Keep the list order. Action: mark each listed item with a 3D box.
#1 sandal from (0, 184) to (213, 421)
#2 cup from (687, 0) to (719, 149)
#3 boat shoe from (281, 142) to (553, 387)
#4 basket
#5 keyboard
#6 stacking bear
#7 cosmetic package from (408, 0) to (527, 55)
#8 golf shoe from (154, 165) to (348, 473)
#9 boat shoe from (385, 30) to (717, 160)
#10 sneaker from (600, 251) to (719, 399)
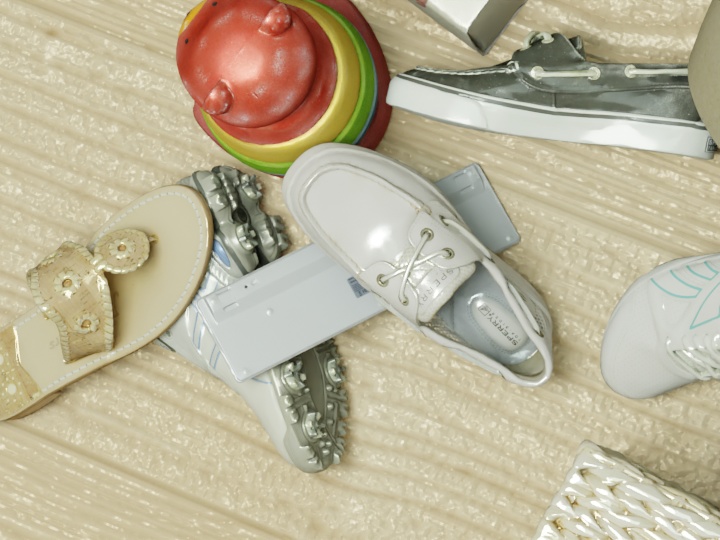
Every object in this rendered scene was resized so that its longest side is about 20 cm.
[{"bbox_3d":[-0.178,0.027,1.640,0.212,0.070,0.078,-39,74,26],"label":"sandal"},{"bbox_3d":[0.271,-0.122,1.548,0.143,0.200,0.201,-35,80,33],"label":"cup"},{"bbox_3d":[0.041,-0.001,1.585,0.200,0.069,0.071,35,103,-22],"label":"boat shoe"},{"bbox_3d":[0.178,0.211,1.528,0.200,0.198,0.161,29,90,12],"label":"basket"},{"bbox_3d":[0.000,0.000,1.627,0.200,0.011,0.056,-27,87,-18],"label":"keyboard"},{"bbox_3d":[-0.051,-0.114,1.589,0.114,0.200,0.121,44,95,10],"label":"stacking bear"},{"bbox_3d":[0.021,-0.232,1.640,0.200,0.087,0.103,36,93,11],"label":"cosmetic package"},{"bbox_3d":[-0.076,0.040,1.662,0.097,0.078,0.200,-29,76,25],"label":"golf shoe"},{"bbox_3d":[0.116,-0.109,1.625,0.199,0.071,0.064,7,94,3],"label":"boat shoe"},{"bbox_3d":[0.209,0.028,1.557,0.070,0.080,0.200,35,132,-23],"label":"sneaker"}]
